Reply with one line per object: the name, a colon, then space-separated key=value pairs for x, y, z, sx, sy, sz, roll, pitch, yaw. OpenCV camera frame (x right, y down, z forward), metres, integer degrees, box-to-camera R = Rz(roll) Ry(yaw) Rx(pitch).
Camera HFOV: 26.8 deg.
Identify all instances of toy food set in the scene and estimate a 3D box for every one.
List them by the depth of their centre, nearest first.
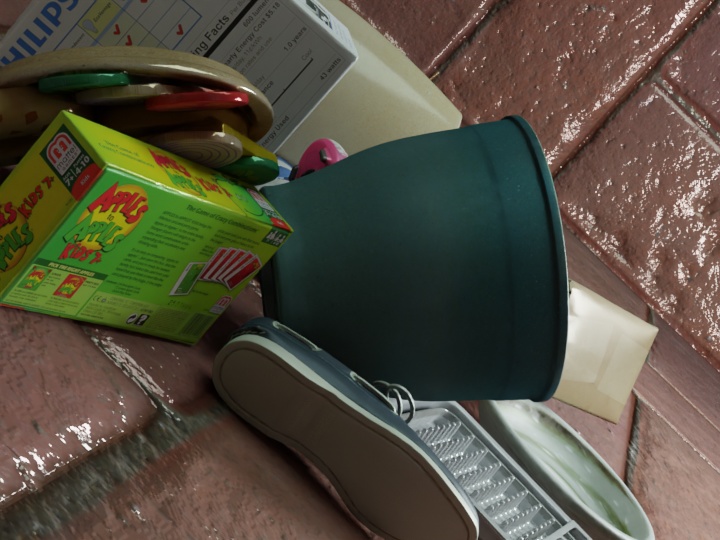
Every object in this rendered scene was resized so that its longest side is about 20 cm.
toy food set: x=-0.148 y=-0.086 z=0.924 sx=0.200 sy=0.197 sz=0.049 roll=28 pitch=56 yaw=-65

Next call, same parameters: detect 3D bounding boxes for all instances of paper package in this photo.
paper package: x=0.149 y=0.050 z=1.408 sx=0.190 sy=0.104 sz=0.200 roll=23 pitch=0 yaw=37

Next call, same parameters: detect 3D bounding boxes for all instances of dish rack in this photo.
dish rack: x=0.091 y=0.170 z=1.092 sx=0.200 sy=0.044 sz=0.172 roll=46 pitch=14 yaw=15

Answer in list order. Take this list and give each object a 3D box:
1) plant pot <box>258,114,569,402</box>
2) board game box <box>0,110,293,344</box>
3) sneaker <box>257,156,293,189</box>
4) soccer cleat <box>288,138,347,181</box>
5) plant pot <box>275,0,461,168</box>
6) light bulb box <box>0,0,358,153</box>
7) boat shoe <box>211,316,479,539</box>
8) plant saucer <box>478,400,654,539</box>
plant pot: x=0.026 y=0.002 z=1.042 sx=0.187 sy=0.201 sz=0.200 roll=-6 pitch=27 yaw=-9
board game box: x=-0.133 y=-0.019 z=0.888 sx=0.048 sy=0.102 sz=0.200 roll=47 pitch=13 yaw=25
sneaker: x=-0.025 y=-0.021 z=1.313 sx=0.199 sy=0.074 sz=0.082 roll=29 pitch=15 yaw=-19
soccer cleat: x=-0.008 y=-0.005 z=1.182 sx=0.086 sy=0.070 sz=0.201 roll=14 pitch=59 yaw=-37
plant pot: x=-0.016 y=-0.146 z=1.371 sx=0.199 sy=0.188 sz=0.187 roll=26 pitch=14 yaw=-5
light bulb box: x=-0.140 y=-0.161 z=1.118 sx=0.200 sy=0.198 sz=0.125 roll=40 pitch=10 yaw=-16
boat shoe: x=-0.004 y=0.103 z=0.952 sx=0.200 sy=0.075 sz=0.062 roll=35 pitch=29 yaw=2
plant saucer: x=0.162 y=0.175 z=1.281 sx=0.200 sy=0.050 sz=0.200 roll=40 pitch=13 yaw=-11
